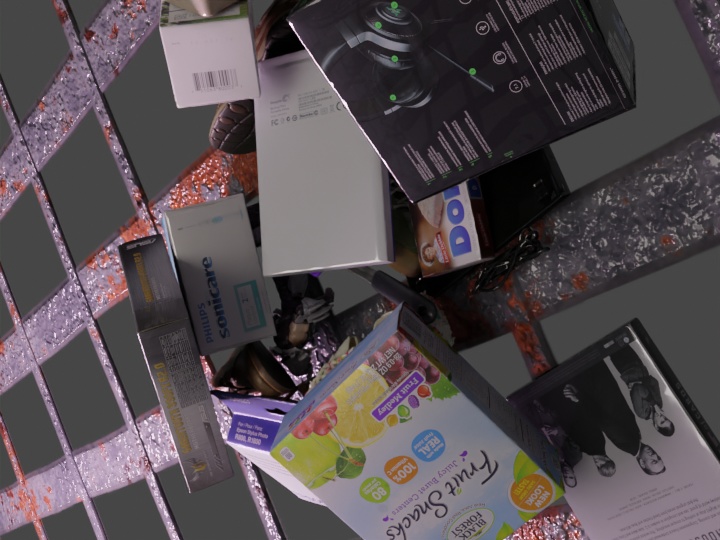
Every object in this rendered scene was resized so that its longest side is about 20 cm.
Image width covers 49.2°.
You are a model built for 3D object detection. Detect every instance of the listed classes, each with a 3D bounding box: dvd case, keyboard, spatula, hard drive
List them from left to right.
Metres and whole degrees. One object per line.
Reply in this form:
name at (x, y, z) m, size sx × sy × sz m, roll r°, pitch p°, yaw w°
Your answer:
hard drive at (-0.036, -0.102, 0.726) m, size 0.129 × 0.025 × 0.205 m, roll -6°, pitch 84°, yaw 26°
spatula at (0.000, 0.000, 0.733) m, size 0.198 × 0.020 × 0.058 m, roll 30°, pitch 104°, yaw 38°
keyboard at (0.114, -0.029, 0.714) m, size 0.200 × 0.039 × 0.106 m, roll -42°, pitch 51°, yaw 43°
dvd case at (0.229, 0.163, 0.664) m, size 0.150 × 0.025 × 0.202 m, roll -41°, pitch 75°, yaw 41°

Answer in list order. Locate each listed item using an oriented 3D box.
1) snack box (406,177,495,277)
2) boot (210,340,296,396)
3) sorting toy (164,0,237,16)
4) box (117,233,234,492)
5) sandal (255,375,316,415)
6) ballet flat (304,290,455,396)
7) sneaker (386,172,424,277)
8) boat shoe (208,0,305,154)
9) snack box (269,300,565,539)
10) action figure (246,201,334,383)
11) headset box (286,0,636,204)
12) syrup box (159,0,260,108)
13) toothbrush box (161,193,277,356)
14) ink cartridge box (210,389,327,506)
snack box at (0.068, -0.101, 0.705) m, size 0.071 × 0.024 × 0.205 m, roll -18°, pitch 80°, yaw 46°
boot at (-0.122, 0.120, 0.865) m, size 0.074 × 0.075 × 0.200 m, roll 52°, pitch 170°, yaw -7°
sorting toy at (-0.136, -0.331, 0.718) m, size 0.197 × 0.200 × 0.070 m, roll 29°, pitch 146°, yaw 31°
box at (-0.184, 0.090, 0.779) m, size 0.159 × 0.047 × 0.203 m, roll -125°, pitch 23°, yaw -53°
sandal at (-0.036, 0.144, 0.864) m, size 0.197 × 0.081 × 0.056 m, roll -3°, pitch 81°, yaw 40°
ballet flat at (0.015, 0.085, 0.762) m, size 0.199 × 0.075 × 0.065 m, roll -34°, pitch 48°, yaw 37°
sneaker at (0.011, -0.096, 0.747) m, size 0.201 × 0.067 × 0.090 m, roll 51°, pitch 118°, yaw 21°
boat shoe at (-0.097, -0.206, 0.824) m, size 0.200 × 0.075 × 0.075 m, roll -44°, pitch 43°, yaw 38°
snack box at (0.049, 0.158, 0.682) m, size 0.199 × 0.068 × 0.169 m, roll 42°, pitch 111°, yaw -9°
action figure at (-0.072, 0.021, 0.850) m, size 0.129 × 0.068 × 0.205 m, roll -12°, pitch 86°, yaw 58°
headset box at (0.070, -0.166, 0.564) m, size 0.197 × 0.094 × 0.175 m, roll -22°, pitch 120°, yaw 33°
syrup box at (-0.141, -0.246, 0.743) m, size 0.202 × 0.077 × 0.083 m, roll -102°, pitch 6°, yaw -46°
toothbrush box at (-0.161, 0.002, 0.862) m, size 0.200 × 0.084 × 0.150 m, roll -178°, pitch 74°, yaw -76°
ink cartridge box at (-0.047, 0.202, 0.834) m, size 0.197 × 0.041 × 0.200 m, roll 0°, pitch 143°, yaw 42°
